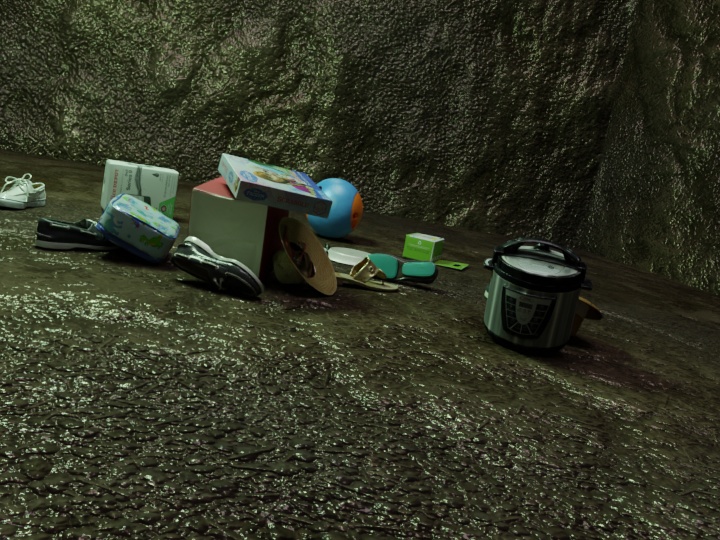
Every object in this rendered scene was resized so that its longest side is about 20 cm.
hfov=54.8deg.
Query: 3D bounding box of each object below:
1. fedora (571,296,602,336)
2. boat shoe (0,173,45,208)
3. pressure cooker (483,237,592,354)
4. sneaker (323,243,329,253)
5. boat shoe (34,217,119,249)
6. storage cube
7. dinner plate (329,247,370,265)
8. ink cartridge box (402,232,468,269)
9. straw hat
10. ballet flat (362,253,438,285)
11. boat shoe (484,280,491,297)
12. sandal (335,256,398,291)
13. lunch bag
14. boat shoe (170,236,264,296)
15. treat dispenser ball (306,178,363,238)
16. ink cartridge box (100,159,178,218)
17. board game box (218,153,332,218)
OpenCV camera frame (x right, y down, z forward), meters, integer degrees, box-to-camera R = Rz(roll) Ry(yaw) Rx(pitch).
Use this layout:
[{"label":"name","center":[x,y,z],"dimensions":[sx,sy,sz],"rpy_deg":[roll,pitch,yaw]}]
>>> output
[{"label":"fedora","center":[0.411,0.089,1.484],"dimensions":[0.198,0.083,0.201],"rpy_deg":[23,-8,3]},{"label":"boat shoe","center":[-0.880,-0.210,1.806],"dimensions":[0.074,0.087,0.202],"rpy_deg":[12,9,6]},{"label":"pressure cooker","center":[0.331,0.036,1.333],"dimensions":[0.174,0.203,0.179],"rpy_deg":[-4,24,-26]},{"label":"sneaker","center":[-0.142,-0.040,1.699],"dimensions":[0.117,0.075,0.200],"rpy_deg":[17,12,15]},{"label":"boat shoe","center":[-0.581,-0.079,1.456],"dimensions":[0.075,0.061,0.199],"rpy_deg":[15,10,29]},{"label":"storage cube","center":[-0.261,-0.089,1.499],"dimensions":[0.169,0.203,0.180],"rpy_deg":[12,16,6]},{"label":"dinner plate","center":[-0.024,-0.041,1.993],"dimensions":[0.197,0.025,0.200],"rpy_deg":[10,9,-2]},{"label":"ink cartridge box","center":[0.255,-0.065,2.282],"dimensions":[0.197,0.077,0.148],"rpy_deg":[12,10,17]},{"label":"straw hat","center":[-0.142,-0.014,1.483],"dimensions":[0.085,0.203,0.201],"rpy_deg":[-31,-4,18]},{"label":"ballet flat","center":[0.103,0.002,1.785],"dimensions":[0.197,0.074,0.073],"rpy_deg":[7,8,13]},{"label":"boat shoe","center":[0.369,0.059,1.734],"dimensions":[0.074,0.063,0.200],"rpy_deg":[11,10,-8]},{"label":"sandal","center":[0.002,0.001,1.627],"dimensions":[0.209,0.071,0.078],"rpy_deg":[7,10,-23]},{"label":"lunch bag","center":[-0.474,-0.093,1.486],"dimensions":[0.160,0.083,0.200],"rpy_deg":[32,6,-16]},{"label":"boat shoe","center":[-0.275,0.004,1.325],"dimensions":[0.199,0.074,0.060],"rpy_deg":[30,56,15]},{"label":"treat dispenser ball","center":[-0.089,-0.212,2.365],"dimensions":[0.198,0.204,0.201],"rpy_deg":[10,9,-2]},{"label":"ink cartridge box","center":[-0.648,-0.234,2.036],"dimensions":[0.198,0.148,0.084],"rpy_deg":[5,12,-28]},{"label":"board game box","center":[-0.181,-0.178,1.445],"dimensions":[0.197,0.042,0.200],"rpy_deg":[10,20,-27]}]
